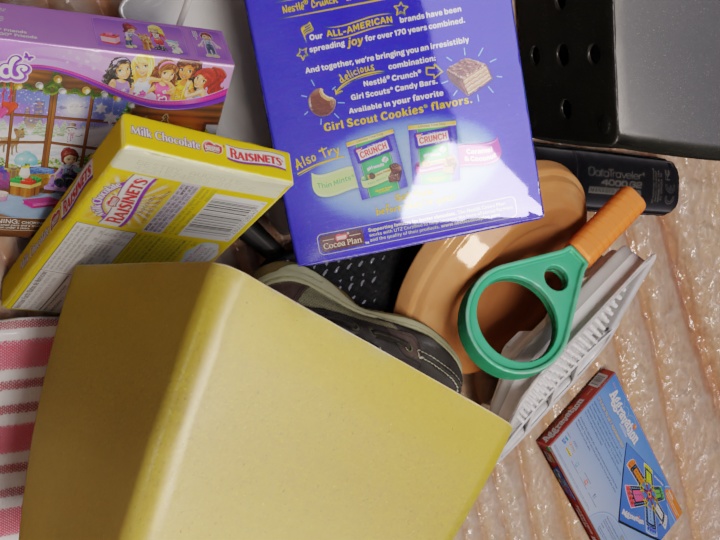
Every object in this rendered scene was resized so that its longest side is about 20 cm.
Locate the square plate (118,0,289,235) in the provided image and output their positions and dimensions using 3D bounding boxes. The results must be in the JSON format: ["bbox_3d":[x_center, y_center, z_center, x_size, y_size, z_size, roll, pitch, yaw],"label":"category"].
[{"bbox_3d":[-0.046,-0.164,0.726,0.200,0.028,0.199,-46,120,-19],"label":"square plate"}]

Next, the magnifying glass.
[{"bbox_3d":[0.147,0.002,0.749,0.080,0.022,0.200,46,61,5],"label":"magnifying glass"}]

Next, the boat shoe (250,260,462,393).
[{"bbox_3d":[0.000,0.064,0.713,0.200,0.066,0.072,31,121,-35],"label":"boat shoe"}]

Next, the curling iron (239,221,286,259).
[{"bbox_3d":[-0.116,-0.056,0.693,0.025,0.050,0.200,-31,129,22],"label":"curling iron"}]

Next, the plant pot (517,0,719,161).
[{"bbox_3d":[0.237,-0.185,0.826,0.175,0.199,0.203,-10,104,-21],"label":"plant pot"}]

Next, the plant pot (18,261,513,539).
[{"bbox_3d":[-0.074,0.119,0.547,0.199,0.199,0.178,31,72,-31],"label":"plant pot"}]

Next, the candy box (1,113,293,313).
[{"bbox_3d":[-0.132,-0.021,0.601,0.101,0.200,0.027,11,59,-33],"label":"candy box"}]

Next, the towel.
[{"bbox_3d":[-0.247,0.131,0.643,0.145,0.030,0.203,-4,100,-31],"label":"towel"}]

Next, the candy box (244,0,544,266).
[{"bbox_3d":[0.020,-0.121,0.664,0.167,0.077,0.203,-10,101,-2],"label":"candy box"}]

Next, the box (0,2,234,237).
[{"bbox_3d":[-0.184,-0.080,0.581,0.197,0.039,0.138,1,133,-25],"label":"box"}]

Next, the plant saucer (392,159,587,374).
[{"bbox_3d":[0.111,0.008,0.802,0.199,0.037,0.202,-28,141,-25],"label":"plant saucer"}]

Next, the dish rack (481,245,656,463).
[{"bbox_3d":[0.160,0.067,0.842,0.171,0.043,0.201,-42,161,-20],"label":"dish rack"}]

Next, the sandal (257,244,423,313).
[{"bbox_3d":[0.000,0.000,0.774,0.198,0.045,0.076,-6,106,-34],"label":"sandal"}]

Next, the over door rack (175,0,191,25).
[{"bbox_3d":[-0.148,-0.217,0.605,0.146,0.066,0.202,24,81,-22],"label":"over door rack"}]

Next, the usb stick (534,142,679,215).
[{"bbox_3d":[0.214,-0.080,0.915,0.198,0.032,0.056,1,91,-34],"label":"usb stick"}]

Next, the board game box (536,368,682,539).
[{"bbox_3d":[0.247,0.204,0.993,0.103,0.019,0.201,-41,118,-20],"label":"board game box"}]
